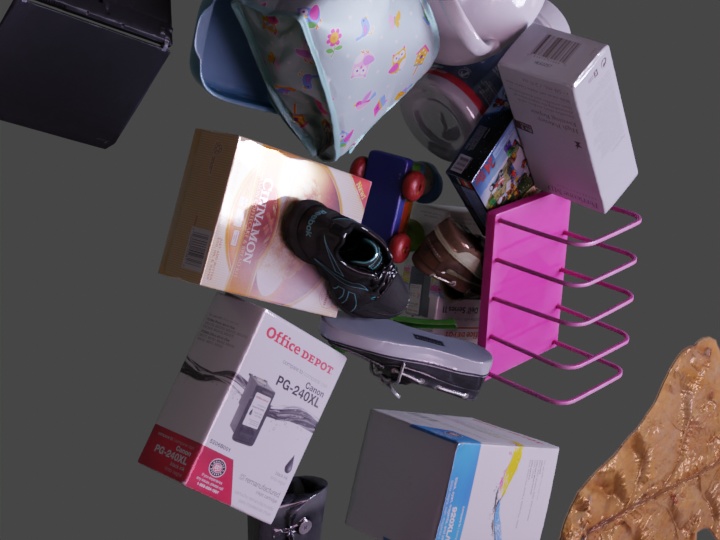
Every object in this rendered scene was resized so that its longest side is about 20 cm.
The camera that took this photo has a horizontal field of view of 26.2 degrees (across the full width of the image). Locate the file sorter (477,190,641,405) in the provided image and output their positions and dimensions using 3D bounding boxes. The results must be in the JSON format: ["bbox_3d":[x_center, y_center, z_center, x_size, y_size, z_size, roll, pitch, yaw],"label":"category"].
[{"bbox_3d":[0.224,0.029,1.711,0.139,0.125,0.201,-21,122,-43],"label":"file sorter"}]

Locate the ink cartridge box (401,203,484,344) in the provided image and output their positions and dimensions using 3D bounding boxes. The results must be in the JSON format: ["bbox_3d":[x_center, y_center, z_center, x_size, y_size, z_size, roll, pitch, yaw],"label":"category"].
[{"bbox_3d":[0.107,0.026,1.830,0.117,0.067,0.201,2,99,-45],"label":"ink cartridge box"}]

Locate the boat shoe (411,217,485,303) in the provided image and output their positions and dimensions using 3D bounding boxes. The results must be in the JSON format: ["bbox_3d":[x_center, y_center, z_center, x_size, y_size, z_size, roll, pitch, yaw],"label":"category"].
[{"bbox_3d":[0.122,0.002,1.756,0.075,0.075,0.202,-40,143,14],"label":"boat shoe"}]

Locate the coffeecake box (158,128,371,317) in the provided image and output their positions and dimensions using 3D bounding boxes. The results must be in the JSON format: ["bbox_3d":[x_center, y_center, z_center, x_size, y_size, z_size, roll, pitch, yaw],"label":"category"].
[{"bbox_3d":[-0.096,-0.046,1.604,0.200,0.073,0.154,15,89,-47],"label":"coffeecake box"}]

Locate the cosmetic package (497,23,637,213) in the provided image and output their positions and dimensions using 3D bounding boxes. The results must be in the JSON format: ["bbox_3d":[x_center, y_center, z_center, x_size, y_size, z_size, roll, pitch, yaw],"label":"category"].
[{"bbox_3d":[0.223,-0.160,1.646,0.074,0.101,0.200,-48,140,-22],"label":"cosmetic package"}]

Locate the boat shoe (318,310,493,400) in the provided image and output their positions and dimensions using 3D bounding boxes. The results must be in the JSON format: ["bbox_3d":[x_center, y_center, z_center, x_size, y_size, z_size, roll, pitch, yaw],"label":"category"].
[{"bbox_3d":[0.043,0.098,1.690,0.198,0.074,0.068,13,110,-20],"label":"boat shoe"}]

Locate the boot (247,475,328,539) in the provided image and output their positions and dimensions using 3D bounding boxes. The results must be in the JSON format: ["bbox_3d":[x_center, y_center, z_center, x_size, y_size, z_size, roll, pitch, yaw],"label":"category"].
[{"bbox_3d":[-0.056,0.321,1.742,0.164,0.065,0.201,-17,115,-41],"label":"boot"}]

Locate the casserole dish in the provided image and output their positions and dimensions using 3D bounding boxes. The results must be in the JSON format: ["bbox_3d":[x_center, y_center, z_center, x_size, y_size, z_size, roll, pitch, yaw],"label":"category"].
[{"bbox_3d":[-0.101,-0.225,1.576,0.199,0.039,0.122,8,95,-47],"label":"casserole dish"}]

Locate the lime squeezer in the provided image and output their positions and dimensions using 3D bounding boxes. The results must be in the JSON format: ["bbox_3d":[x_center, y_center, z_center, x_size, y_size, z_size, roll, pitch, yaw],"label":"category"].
[{"bbox_3d":[0.006,0.081,1.751,0.199,0.071,0.038,-23,153,-6],"label":"lime squeezer"}]

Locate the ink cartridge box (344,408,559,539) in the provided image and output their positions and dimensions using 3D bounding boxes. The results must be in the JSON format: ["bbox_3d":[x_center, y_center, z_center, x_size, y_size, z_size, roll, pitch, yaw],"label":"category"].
[{"bbox_3d":[0.112,0.257,1.840,0.199,0.147,0.145,10,94,-45],"label":"ink cartridge box"}]

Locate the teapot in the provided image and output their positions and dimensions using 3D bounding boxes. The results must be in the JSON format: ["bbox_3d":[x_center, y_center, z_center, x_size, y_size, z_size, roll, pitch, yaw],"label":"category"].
[{"bbox_3d":[0.096,-0.322,1.636,0.146,0.199,0.198,39,74,-47],"label":"teapot"}]

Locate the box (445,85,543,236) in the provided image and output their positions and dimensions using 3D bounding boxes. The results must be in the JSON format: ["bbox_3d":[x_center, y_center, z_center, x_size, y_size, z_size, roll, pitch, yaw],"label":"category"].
[{"bbox_3d":[0.182,-0.146,1.720,0.200,0.038,0.137,-56,144,-14],"label":"box"}]

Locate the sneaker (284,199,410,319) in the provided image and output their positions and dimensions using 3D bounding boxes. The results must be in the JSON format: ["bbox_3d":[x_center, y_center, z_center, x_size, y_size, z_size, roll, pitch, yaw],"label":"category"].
[{"bbox_3d":[0.000,0.000,1.605,0.200,0.079,0.076,40,72,-46],"label":"sneaker"}]

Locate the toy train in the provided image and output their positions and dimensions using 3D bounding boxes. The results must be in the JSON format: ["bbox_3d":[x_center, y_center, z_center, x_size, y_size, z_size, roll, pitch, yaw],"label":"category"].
[{"bbox_3d":[0.033,-0.032,1.744,0.116,0.084,0.201,-5,110,-62],"label":"toy train"}]

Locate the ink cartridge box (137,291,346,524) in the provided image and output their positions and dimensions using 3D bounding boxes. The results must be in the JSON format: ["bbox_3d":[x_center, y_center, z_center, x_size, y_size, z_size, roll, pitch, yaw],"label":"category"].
[{"bbox_3d":[-0.121,0.143,1.622,0.145,0.083,0.201,34,78,-44],"label":"ink cartridge box"}]

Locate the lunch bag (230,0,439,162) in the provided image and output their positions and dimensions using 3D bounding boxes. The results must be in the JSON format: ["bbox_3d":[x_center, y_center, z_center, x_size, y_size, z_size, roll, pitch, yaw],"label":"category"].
[{"bbox_3d":[-0.016,-0.228,1.542,0.170,0.122,0.200,-47,137,-25],"label":"lunch bag"}]

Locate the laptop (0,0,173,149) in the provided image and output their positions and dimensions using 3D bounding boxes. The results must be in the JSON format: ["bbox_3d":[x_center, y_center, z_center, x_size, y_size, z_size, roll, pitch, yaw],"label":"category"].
[{"bbox_3d":[-0.271,-0.238,1.423,0.177,0.103,0.201,14,66,-47],"label":"laptop"}]

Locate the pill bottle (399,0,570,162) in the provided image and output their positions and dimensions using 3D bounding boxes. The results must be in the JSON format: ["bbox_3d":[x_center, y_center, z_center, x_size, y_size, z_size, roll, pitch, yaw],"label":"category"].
[{"bbox_3d":[0.148,-0.225,1.768,0.200,0.119,0.120,-45,129,-28],"label":"pill bottle"}]
